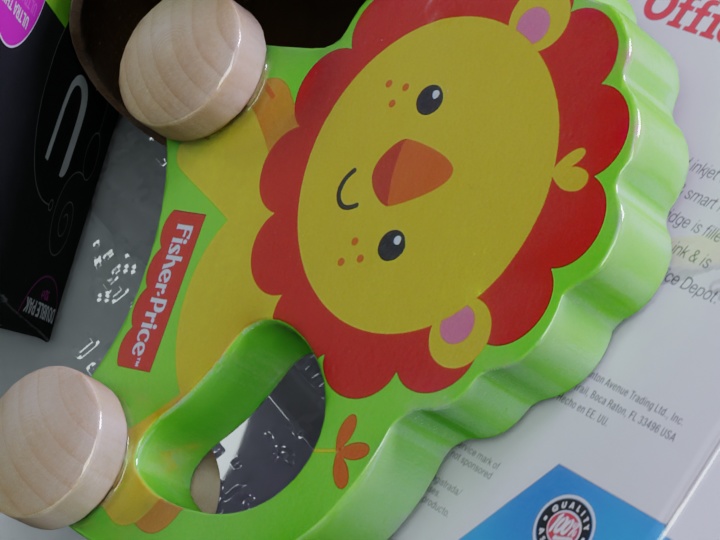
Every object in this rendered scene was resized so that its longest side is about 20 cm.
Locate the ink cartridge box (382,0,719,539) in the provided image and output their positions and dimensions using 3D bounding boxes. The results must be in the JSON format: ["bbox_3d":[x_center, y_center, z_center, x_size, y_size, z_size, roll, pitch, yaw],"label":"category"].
[{"bbox_3d":[0.119,0.033,0.848,0.200,0.145,0.147,-57,35,-3],"label":"ink cartridge box"}]

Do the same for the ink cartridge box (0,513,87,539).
[{"bbox_3d":[-0.106,0.161,0.912,0.200,0.084,0.146,-41,47,-6],"label":"ink cartridge box"}]

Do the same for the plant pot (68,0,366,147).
[{"bbox_3d":[0.012,-0.151,0.969,0.186,0.187,0.201,6,63,5],"label":"plant pot"}]

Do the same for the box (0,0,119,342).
[{"bbox_3d":[-0.158,-0.080,0.936,0.124,0.200,0.149,14,79,10],"label":"box"}]

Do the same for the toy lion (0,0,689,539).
[{"bbox_3d":[0.000,0.000,0.836,0.191,0.069,0.201,11,76,42],"label":"toy lion"}]
